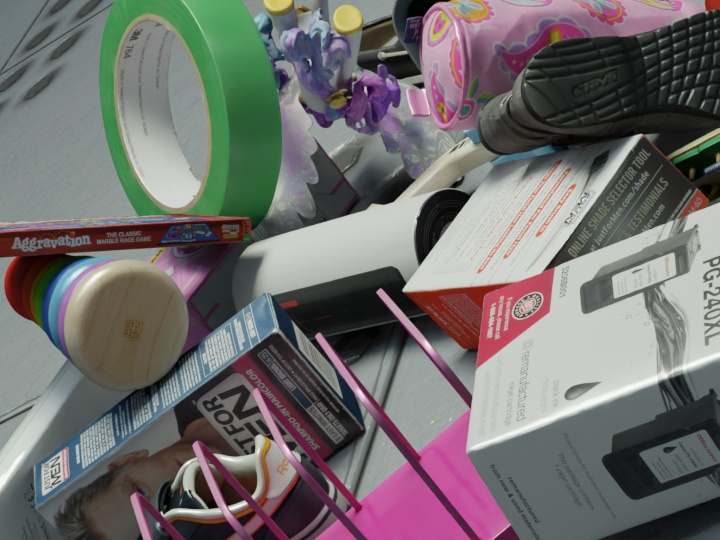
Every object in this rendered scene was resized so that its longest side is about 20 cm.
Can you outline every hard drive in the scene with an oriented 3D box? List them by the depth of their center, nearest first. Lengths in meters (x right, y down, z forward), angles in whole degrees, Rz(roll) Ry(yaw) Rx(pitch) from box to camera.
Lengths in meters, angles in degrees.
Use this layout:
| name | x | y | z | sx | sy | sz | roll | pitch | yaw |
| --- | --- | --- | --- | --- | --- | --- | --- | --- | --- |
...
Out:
| name | x | y | z | sx | sy | sz | roll | pitch | yaw |
| --- | --- | --- | --- | --- | --- | --- | --- | --- | --- |
| hard drive | -0.209 | 0.147 | 1.471 | 0.026 | 0.132 | 0.200 | 13 | 48 | 22 |

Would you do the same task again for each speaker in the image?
| name | x | y | z | sx | sy | sz | roll | pitch | yaw |
| --- | --- | --- | --- | --- | --- | --- | --- | --- | --- |
| speaker | 0.000 | 0.000 | 1.469 | 0.199 | 0.081 | 0.081 | -13 | 34 | 47 |

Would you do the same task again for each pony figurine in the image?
| name | x | y | z | sx | sy | sz | roll | pitch | yaw |
| --- | --- | --- | --- | --- | --- | --- | --- | --- | --- |
| pony figurine | -0.025 | -0.142 | 1.584 | 0.165 | 0.200 | 0.194 | -16 | 59 | -5 |

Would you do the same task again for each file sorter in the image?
| name | x | y | z | sx | sy | sz | roll | pitch | yaw |
| --- | --- | --- | --- | --- | --- | --- | --- | --- | --- |
| file sorter | -0.014 | 0.125 | 1.194 | 0.200 | 0.126 | 0.139 | -40 | 22 | 0 |

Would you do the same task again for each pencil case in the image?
| name | x | y | z | sx | sy | sz | roll | pitch | yaw |
| --- | --- | --- | --- | --- | --- | --- | --- | --- | --- |
| pencil case | 0.131 | -0.133 | 1.375 | 0.199 | 0.088 | 0.087 | -5 | 12 | -21 |

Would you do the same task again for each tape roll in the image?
| name | x | y | z | sx | sy | sz | roll | pitch | yaw |
| --- | --- | --- | --- | --- | --- | --- | --- | --- | --- |
| tape roll | -0.129 | -0.119 | 1.579 | 0.048 | 0.202 | 0.200 | -13 | 6 | -32 |

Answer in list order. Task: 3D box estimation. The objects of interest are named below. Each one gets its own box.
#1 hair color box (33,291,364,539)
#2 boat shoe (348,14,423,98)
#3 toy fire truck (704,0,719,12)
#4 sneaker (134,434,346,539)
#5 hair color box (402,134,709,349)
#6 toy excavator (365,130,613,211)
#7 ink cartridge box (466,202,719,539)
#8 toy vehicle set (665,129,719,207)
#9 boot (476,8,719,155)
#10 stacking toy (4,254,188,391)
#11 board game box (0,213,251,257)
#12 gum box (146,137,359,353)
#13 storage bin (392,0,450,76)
| name | x | y | z | sx | sy | sz | roll | pitch | yaw |
| --- | --- | --- | --- | --- | --- | --- | --- | --- | --- |
| hair color box | -0.107 | 0.117 | 1.391 | 0.200 | 0.100 | 0.061 | -37 | 25 | 9 |
| boat shoe | 0.049 | -0.199 | 1.794 | 0.199 | 0.060 | 0.074 | -19 | 29 | 42 |
| toy fire truck | 0.289 | -0.200 | 1.309 | 0.167 | 0.113 | 0.200 | -13 | -17 | 8 |
| sneaker | -0.109 | 0.169 | 1.327 | 0.199 | 0.079 | 0.079 | -35 | 23 | 17 |
| hair color box | 0.114 | -0.013 | 1.286 | 0.111 | 0.064 | 0.200 | -53 | 14 | -15 |
| toy excavator | 0.100 | -0.099 | 1.506 | 0.195 | 0.100 | 0.200 | -52 | 12 | -32 |
| ink cartridge box | 0.164 | 0.046 | 1.087 | 0.199 | 0.084 | 0.146 | -23 | 27 | 21 |
| toy vehicle set | 0.249 | -0.060 | 1.255 | 0.199 | 0.027 | 0.125 | -29 | 25 | 26 |
| boot | 0.176 | -0.110 | 1.277 | 0.198 | 0.070 | 0.132 | 0 | -6 | -8 |
| stacking toy | -0.192 | 0.024 | 1.441 | 0.085 | 0.086 | 0.200 | -46 | 25 | -15 |
| board game box | -0.186 | -0.025 | 1.469 | 0.199 | 0.020 | 0.103 | -4 | 4 | -35 |
| gum box | -0.098 | -0.016 | 1.672 | 0.113 | 0.066 | 0.200 | -9 | 37 | 49 |
| storage bin | 0.112 | -0.220 | 1.641 | 0.200 | 0.146 | 0.134 | -36 | 12 | -2 |
